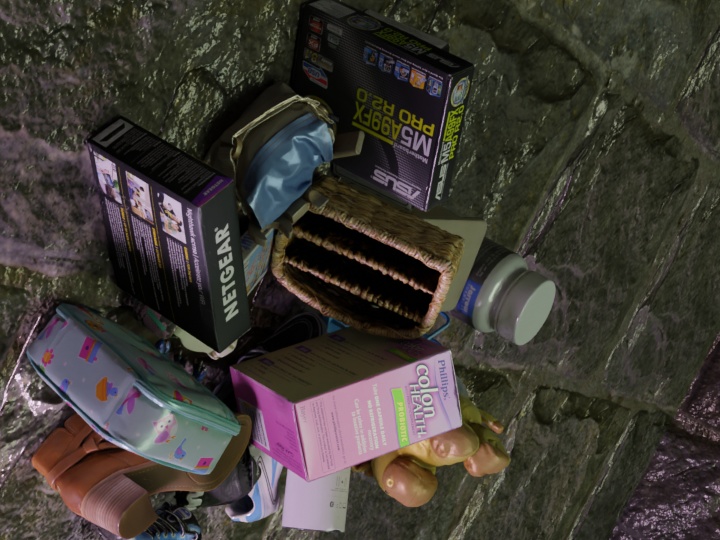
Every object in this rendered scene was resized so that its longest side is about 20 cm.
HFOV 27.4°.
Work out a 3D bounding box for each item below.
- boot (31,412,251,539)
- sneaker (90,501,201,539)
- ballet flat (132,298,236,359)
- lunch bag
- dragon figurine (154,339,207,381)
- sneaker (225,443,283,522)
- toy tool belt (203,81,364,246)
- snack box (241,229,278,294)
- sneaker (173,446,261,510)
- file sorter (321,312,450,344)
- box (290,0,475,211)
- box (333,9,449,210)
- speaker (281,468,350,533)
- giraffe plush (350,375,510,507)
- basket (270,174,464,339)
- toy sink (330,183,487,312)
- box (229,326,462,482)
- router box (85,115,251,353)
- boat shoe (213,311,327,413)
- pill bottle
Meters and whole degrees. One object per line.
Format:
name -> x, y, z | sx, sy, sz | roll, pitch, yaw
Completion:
boot -> -0.226, 0.185, 1.529 | 0.200, 0.155, 0.077 | -39, 136, -29
sneaker -> -0.239, 0.298, 1.693 | 0.089, 0.079, 0.200 | -43, 159, -1
ballet flat -> -0.170, 0.058, 1.581 | 0.069, 0.071, 0.200 | -39, 162, 15
lunch bag -> -0.218, 0.113, 1.432 | 0.077, 0.200, 0.160 | -56, 145, 4
dragon figurine -> -0.221, 0.149, 1.610 | 0.099, 0.059, 0.200 | -22, 130, -47
sneaker -> -0.132, 0.231, 1.833 | 0.072, 0.072, 0.200 | -17, 127, -33
toy tool belt -> -0.096, -0.092, 1.522 | 0.200, 0.123, 0.125 | -51, 151, -18
snack box -> -0.126, -0.001, 1.580 | 0.200, 0.024, 0.072 | -58, 166, -67
sneaker -> -0.154, 0.218, 1.708 | 0.090, 0.067, 0.200 | 3, 145, -19
file sorter -> 0.025, 0.138, 1.947 | 0.139, 0.123, 0.200 | -30, 140, -44
box -> 0.016, -0.176, 1.547 | 0.044, 0.200, 0.160 | -29, 140, -45
box -> 0.032, -0.179, 1.665 | 0.060, 0.117, 0.200 | -41, 146, -38
speaker -> -0.048, 0.223, 1.840 | 0.081, 0.081, 0.200 | 23, 70, -62
giraffe plush -> 0.074, 0.224, 1.859 | 0.162, 0.173, 0.200 | -48, -179, 12
basket -> 0.000, 0.000, 1.655 | 0.149, 0.200, 0.143 | -56, 171, -74
toy sink -> 0.044, -0.028, 1.833 | 0.200, 0.112, 0.131 | -2, 118, -53
box -> -0.018, 0.142, 1.675 | 0.200, 0.176, 0.097 | -18, 107, -24
router box -> -0.180, -0.032, 1.410 | 0.051, 0.149, 0.200 | -41, 147, -31
boat shoe -> -0.117, 0.122, 1.756 | 0.200, 0.072, 0.068 | -46, 152, -12
pill bottle -> 0.150, 0.012, 1.950 | 0.114, 0.200, 0.114 | -40, 146, -34
